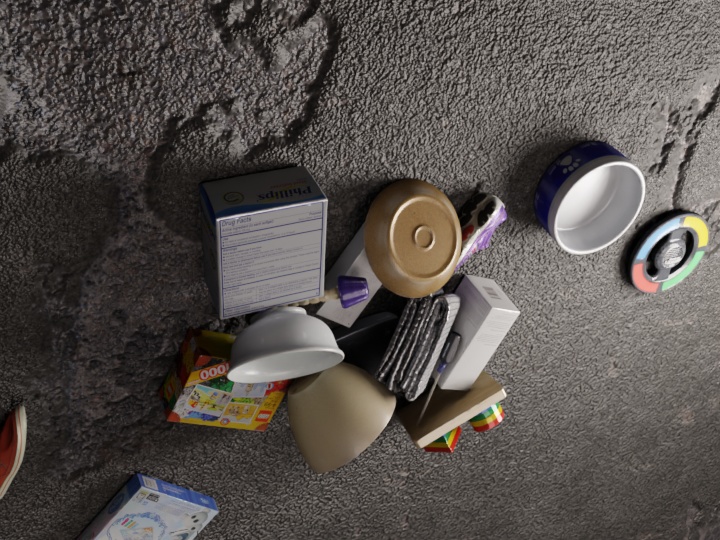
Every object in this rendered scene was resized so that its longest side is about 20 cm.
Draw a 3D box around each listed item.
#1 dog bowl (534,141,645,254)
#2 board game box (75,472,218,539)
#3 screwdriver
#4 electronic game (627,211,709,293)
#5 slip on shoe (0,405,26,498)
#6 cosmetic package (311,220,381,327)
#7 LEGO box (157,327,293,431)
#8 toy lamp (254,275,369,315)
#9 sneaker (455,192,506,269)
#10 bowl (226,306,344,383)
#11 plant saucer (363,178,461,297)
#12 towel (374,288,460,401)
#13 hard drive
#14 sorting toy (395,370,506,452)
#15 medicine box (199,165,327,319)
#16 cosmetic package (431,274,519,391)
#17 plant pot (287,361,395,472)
[{"bbox_3d":[0.427,-0.135,1.802,0.197,0.079,0.203,-15,131,-17],"label":"dog bowl"},{"bbox_3d":[-0.412,0.496,1.872,0.199,0.044,0.199,-47,133,11],"label":"board game box"},{"bbox_3d":[0.141,0.206,1.835,0.029,0.028,0.202,27,104,4],"label":"screwdriver"},{"bbox_3d":[0.647,-0.036,2.025,0.197,0.042,0.202,-15,131,-18],"label":"electronic game"},{"bbox_3d":[-0.600,0.305,1.604,0.060,0.075,0.201,14,122,-32],"label":"slip on shoe"},{"bbox_3d":[0.000,0.000,1.697,0.082,0.051,0.201,25,110,-34],"label":"cosmetic package"},{"bbox_3d":[-0.235,0.196,1.707,0.198,0.077,0.150,13,118,-35],"label":"LEGO box"},{"bbox_3d":[-0.084,0.046,1.643,0.196,0.059,0.059,-11,132,3],"label":"toy lamp"},{"bbox_3d":[0.192,-0.045,1.750,0.200,0.081,0.083,-45,139,10],"label":"sneaker"},{"bbox_3d":[-0.129,0.117,1.594,0.197,0.092,0.201,-9,163,-3],"label":"bowl"},{"bbox_3d":[0.099,-0.055,1.641,0.197,0.035,0.204,1,88,-29],"label":"plant saucer"},{"bbox_3d":[0.107,0.127,1.759,0.203,0.084,0.165,-67,170,5],"label":"towel"},{"bbox_3d":[-0.017,0.157,1.818,0.197,0.042,0.136,-23,133,-11],"label":"hard drive"},{"bbox_3d":[0.187,0.288,1.919,0.198,0.199,0.070,-30,101,-3],"label":"sorting toy"},{"bbox_3d":[-0.155,-0.045,1.542,0.179,0.103,0.203,-12,130,-20],"label":"medicine box"},{"bbox_3d":[0.205,0.122,1.866,0.084,0.108,0.202,9,122,-37],"label":"cosmetic package"},{"bbox_3d":[-0.054,0.238,1.722,0.199,0.201,0.135,-38,106,5],"label":"plant pot"}]
